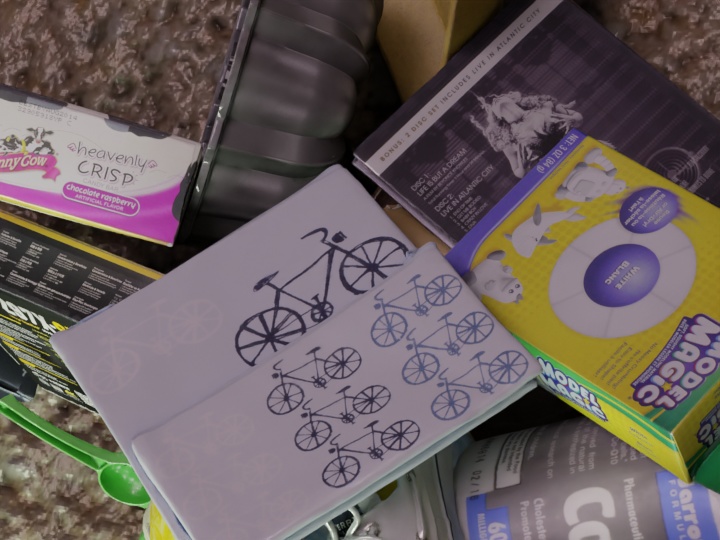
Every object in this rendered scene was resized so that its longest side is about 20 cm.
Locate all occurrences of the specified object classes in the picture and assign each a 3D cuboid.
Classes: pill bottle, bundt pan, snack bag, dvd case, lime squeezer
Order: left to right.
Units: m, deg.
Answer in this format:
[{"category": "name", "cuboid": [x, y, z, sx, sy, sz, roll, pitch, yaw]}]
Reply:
[{"category": "lime squeezer", "cuboid": [-0.127, 0.145, 1.383, 0.038, 0.071, 0.200, -34, 86, 24]}, {"category": "snack bag", "cuboid": [-0.036, 0.041, 1.188, 0.188, 0.021, 0.200, -32, 47, -8]}, {"category": "bundt pan", "cuboid": [-0.041, -0.101, 1.360, 0.075, 0.202, 0.203, 17, 79, -5]}, {"category": "dvd case", "cuboid": [0.117, -0.046, 1.280, 0.200, 0.016, 0.149, 42, 75, 18]}, {"category": "pill bottle", "cuboid": [0.154, 0.120, 1.204, 0.199, 0.114, 0.114, -15, 66, 25]}]

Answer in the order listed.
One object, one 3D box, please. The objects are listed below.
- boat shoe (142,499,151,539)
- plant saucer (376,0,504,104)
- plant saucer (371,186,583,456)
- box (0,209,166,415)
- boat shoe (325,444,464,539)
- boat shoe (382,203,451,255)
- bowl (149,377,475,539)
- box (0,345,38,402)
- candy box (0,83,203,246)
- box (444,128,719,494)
[{"category": "boat shoe", "cuboid": [-0.062, 0.197, 1.332, 0.062, 0.072, 0.201, -50, 56, 53]}, {"category": "plant saucer", "cuboid": [0.035, -0.199, 1.363, 0.048, 0.200, 0.201, -13, 61, -13]}, {"category": "plant saucer", "cuboid": [0.083, 0.008, 1.329, 0.200, 0.037, 0.201, -11, 67, 27]}, {"category": "box", "cuboid": [-0.135, 0.041, 1.362, 0.200, 0.160, 0.049, 20, 67, 34]}, {"category": "boat shoe", "cuboid": [0.007, 0.126, 1.173, 0.074, 0.086, 0.203, -25, 61, 40]}, {"category": "boat shoe", "cuboid": [0.000, 0.000, 1.311, 0.199, 0.076, 0.072, -22, 60, 18]}, {"category": "bowl", "cuboid": [-0.034, 0.146, 1.261, 0.108, 0.199, 0.201, -32, 55, 51]}, {"category": "box", "cuboid": [-0.305, 0.008, 1.483, 0.199, 0.148, 0.105, 2, 73, 29]}, {"category": "candy box", "cuboid": [-0.163, -0.060, 1.368, 0.136, 0.200, 0.061, 16, 89, -5]}, {"category": "box", "cuboid": [0.139, 0.020, 1.178, 0.117, 0.048, 0.200, -45, 51, -15]}]
